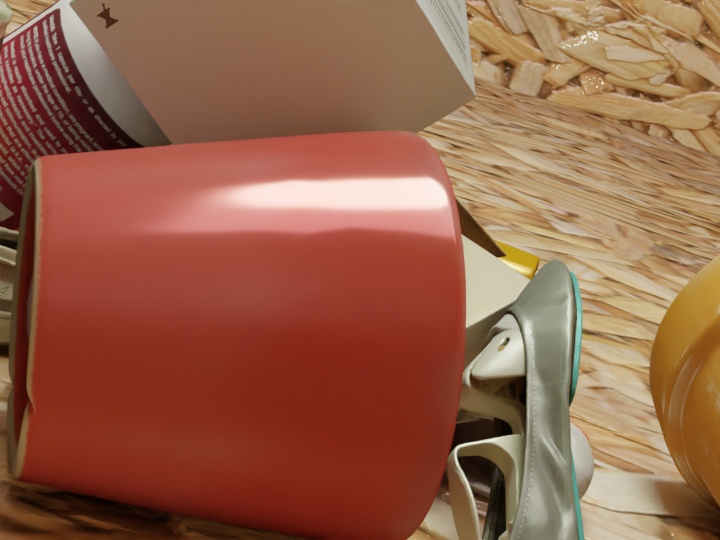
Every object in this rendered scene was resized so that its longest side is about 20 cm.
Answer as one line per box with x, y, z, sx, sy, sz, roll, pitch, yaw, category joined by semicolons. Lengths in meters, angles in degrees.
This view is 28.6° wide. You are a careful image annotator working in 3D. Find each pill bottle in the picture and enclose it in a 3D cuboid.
-0.182;-0.107;0.894;0.113;0.199;0.113;52;19;-27;pill bottle

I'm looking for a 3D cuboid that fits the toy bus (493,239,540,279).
0.066;0.009;1.057;0.198;0.079;0.065;21;15;8;toy bus

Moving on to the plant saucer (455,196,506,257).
0.022;-0.075;0.971;0.200;0.035;0.200;48;5;-6;plant saucer

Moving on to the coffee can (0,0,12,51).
-0.239;-0.031;0.583;0.145;0.202;0.146;17;15;-5;coffee can

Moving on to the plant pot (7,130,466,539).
-0.067;0.026;0.647;0.176;0.202;0.201;5;18;-17;plant pot

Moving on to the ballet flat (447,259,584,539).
0.075;0.076;0.686;0.063;0.068;0.201;10;57;-9;ballet flat

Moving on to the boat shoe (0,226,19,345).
-0.143;0.008;0.798;0.198;0.066;0.072;7;15;-22;boat shoe

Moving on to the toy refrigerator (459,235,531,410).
0.000;0.000;0.812;0.076;0.070;0.200;-26;48;-37;toy refrigerator

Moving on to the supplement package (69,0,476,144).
-0.039;-0.155;0.778;0.151;0.151;0.200;55;17;-23;supplement package

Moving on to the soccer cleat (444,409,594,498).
0.042;0.076;0.817;0.199;0.070;0.077;27;19;19;soccer cleat

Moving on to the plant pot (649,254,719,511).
0.279;0.103;0.809;0.198;0.201;0.184;16;30;-9;plant pot
